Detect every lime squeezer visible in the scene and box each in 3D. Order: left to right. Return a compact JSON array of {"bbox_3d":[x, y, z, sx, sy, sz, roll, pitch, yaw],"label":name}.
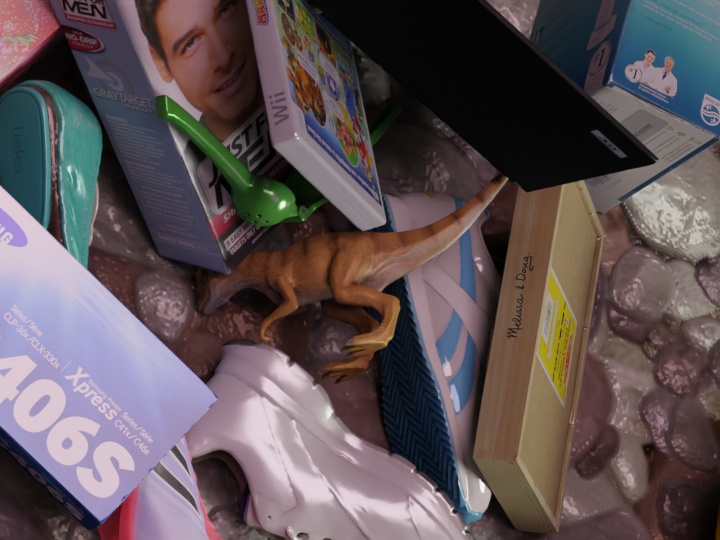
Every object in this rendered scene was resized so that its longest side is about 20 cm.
[{"bbox_3d":[-0.043,-0.060,1.540,0.200,0.038,0.071,-3,72,-49],"label":"lime squeezer"}]

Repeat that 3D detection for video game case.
[{"bbox_3d":[-0.033,-0.136,1.506,0.018,0.143,0.201,-17,67,14],"label":"video game case"}]

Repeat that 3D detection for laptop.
[{"bbox_3d":[0.065,-0.138,1.518,0.177,0.103,0.200,40,28,-23],"label":"laptop"}]

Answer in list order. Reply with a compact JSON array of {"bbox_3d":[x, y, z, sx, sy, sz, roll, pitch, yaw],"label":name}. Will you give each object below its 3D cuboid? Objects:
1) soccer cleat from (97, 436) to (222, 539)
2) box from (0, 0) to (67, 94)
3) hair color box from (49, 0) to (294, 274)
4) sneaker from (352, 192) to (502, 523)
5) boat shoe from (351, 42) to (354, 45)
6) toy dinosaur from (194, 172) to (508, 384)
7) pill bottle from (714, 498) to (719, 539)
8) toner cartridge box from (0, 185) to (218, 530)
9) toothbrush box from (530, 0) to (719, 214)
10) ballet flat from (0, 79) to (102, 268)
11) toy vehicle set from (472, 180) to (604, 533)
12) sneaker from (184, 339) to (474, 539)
[{"bbox_3d":[-0.108,0.138,1.499,0.076,0.067,0.201,2,74,-31],"label":"soccer cleat"},{"bbox_3d":[-0.192,-0.175,1.542,0.095,0.103,0.200,47,59,-4],"label":"box"},{"bbox_3d":[-0.094,-0.108,1.529,0.099,0.061,0.200,-46,132,-31],"label":"hair color box"},{"bbox_3d":[0.055,0.048,1.600,0.081,0.076,0.201,-3,76,-27],"label":"sneaker"},{"bbox_3d":[-0.034,-0.168,1.641,0.201,0.074,0.063,-19,45,-20],"label":"boat shoe"},{"bbox_3d":[0.000,0.000,1.542,0.199,0.060,0.107,-13,68,5],"label":"toy dinosaur"},{"bbox_3d":[0.268,0.172,1.638,0.112,0.113,0.201,19,66,-19],"label":"pill bottle"},{"bbox_3d":[-0.180,0.034,1.439,0.200,0.043,0.095,44,72,-4],"label":"toner cartridge box"},{"bbox_3d":[0.173,-0.157,1.686,0.085,0.146,0.201,24,63,-17],"label":"toothbrush box"},{"bbox_3d":[-0.170,-0.004,1.510,0.070,0.067,0.201,9,84,-54],"label":"ballet flat"},{"bbox_3d":[0.107,0.041,1.605,0.026,0.124,0.201,3,66,17],"label":"toy vehicle set"},{"bbox_3d":[-0.019,0.128,1.550,0.200,0.075,0.087,39,73,-2],"label":"sneaker"}]
